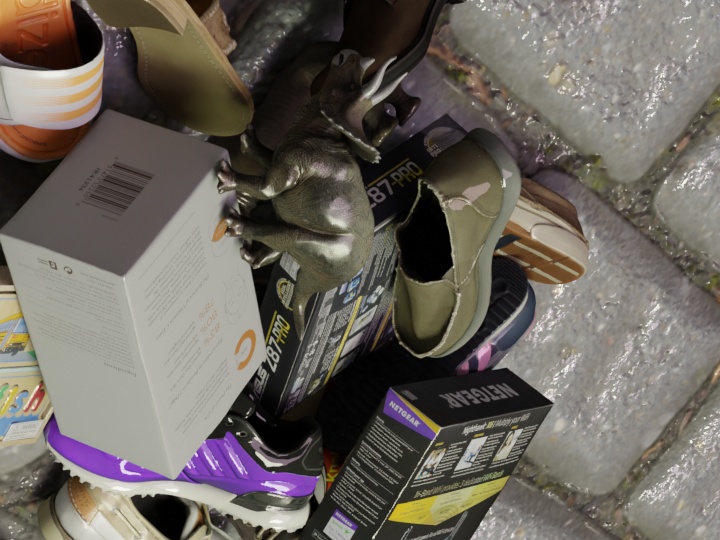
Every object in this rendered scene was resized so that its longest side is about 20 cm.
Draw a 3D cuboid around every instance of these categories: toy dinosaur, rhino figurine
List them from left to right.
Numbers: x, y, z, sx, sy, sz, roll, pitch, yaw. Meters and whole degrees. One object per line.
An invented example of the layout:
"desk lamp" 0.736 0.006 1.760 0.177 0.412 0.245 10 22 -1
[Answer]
"rhino figurine" -0.056 -0.072 1.624 0.200 0.087 0.060 -47 177 1
"toy dinosaur" -0.031 -0.037 1.499 0.077 0.102 0.200 -48 141 -64

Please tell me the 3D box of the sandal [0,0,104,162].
"sandal" -0.197 -0.144 1.465 0.079 0.059 0.207 -23 133 -25

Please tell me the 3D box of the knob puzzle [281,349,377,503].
"knob puzzle" -0.028 0.142 1.834 0.219 0.030 0.220 -11 114 -28

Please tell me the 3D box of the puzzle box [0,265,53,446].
"puzzle box" -0.243 0.058 1.550 0.133 0.025 0.200 -61 158 13

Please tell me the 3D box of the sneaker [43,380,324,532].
"sneaker" -0.118 0.109 1.666 0.200 0.070 0.100 14 118 -12

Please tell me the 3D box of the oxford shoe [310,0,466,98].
"oxford shoe" 0.010 -0.176 1.574 0.084 0.073 0.200 49 48 -21

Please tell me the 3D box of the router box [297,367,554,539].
"router box" 0.047 0.155 1.751 0.157 0.052 0.200 -59 157 16

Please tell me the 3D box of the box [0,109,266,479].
"box" -0.143 0.017 1.545 0.124 0.097 0.200 -54 151 -34

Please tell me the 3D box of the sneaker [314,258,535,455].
"sneaker" 0.056 0.080 1.808 0.200 0.070 0.082 -38 150 -3

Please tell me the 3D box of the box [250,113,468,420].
"box" 0.000 0.000 1.673 0.161 0.049 0.200 -33 157 -32

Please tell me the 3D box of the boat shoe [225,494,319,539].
"boat shoe" -0.056 0.184 1.765 0.074 0.073 0.200 -35 120 -6

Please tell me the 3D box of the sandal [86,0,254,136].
"sandal" -0.110 -0.160 1.517 0.212 0.077 0.070 54 49 -63

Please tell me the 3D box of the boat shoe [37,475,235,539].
"boat shoe" -0.141 0.195 1.744 0.068 0.075 0.200 -41 141 22

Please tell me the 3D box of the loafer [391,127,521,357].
"loafer" 0.047 -0.012 1.589 0.070 0.075 0.200 -22 145 -30

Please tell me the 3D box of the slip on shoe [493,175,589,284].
"slip on shoe" 0.098 -0.053 1.780 0.200 0.061 0.076 25 147 -35
